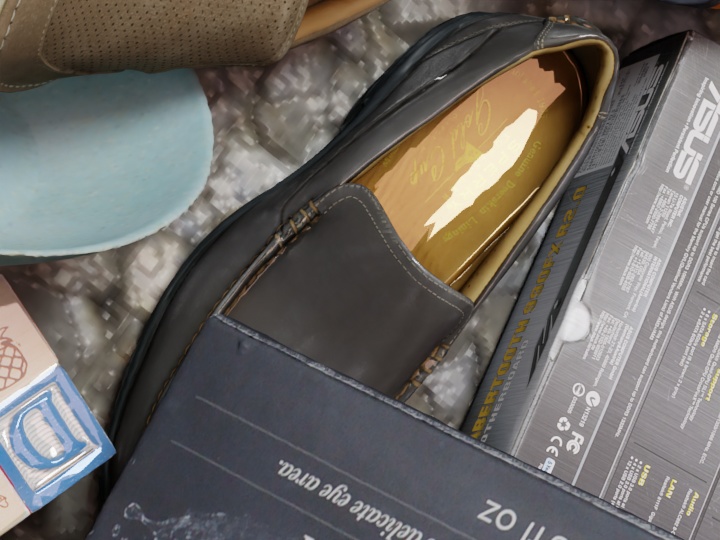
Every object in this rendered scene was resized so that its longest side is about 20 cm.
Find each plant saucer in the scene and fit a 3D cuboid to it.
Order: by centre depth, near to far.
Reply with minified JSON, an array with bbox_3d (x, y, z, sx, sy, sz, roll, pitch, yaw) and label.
[{"bbox_3d":[-0.135,-0.056,0.718,0.201,0.201,0.039,20,120,-18],"label":"plant saucer"}]

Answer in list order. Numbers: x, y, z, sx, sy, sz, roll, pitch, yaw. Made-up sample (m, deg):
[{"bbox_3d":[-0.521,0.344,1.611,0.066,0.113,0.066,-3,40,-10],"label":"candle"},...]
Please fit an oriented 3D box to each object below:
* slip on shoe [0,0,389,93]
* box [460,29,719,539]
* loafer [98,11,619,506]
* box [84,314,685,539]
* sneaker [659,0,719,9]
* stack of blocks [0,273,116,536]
[{"bbox_3d":[-0.041,-0.081,0.733,0.061,0.200,0.076,32,109,12],"label":"slip on shoe"},{"bbox_3d":[0.115,0.052,0.843,0.158,0.048,0.200,29,74,-17],"label":"box"},{"bbox_3d":[0.000,0.000,0.792,0.073,0.072,0.200,40,72,-14],"label":"loafer"},{"bbox_3d":[0.012,0.145,0.683,0.117,0.196,0.200,35,81,-50],"label":"box"},{"bbox_3d":[0.098,-0.168,0.778,0.112,0.078,0.200,-16,102,-28],"label":"sneaker"},{"bbox_3d":[-0.179,0.058,0.723,0.200,0.059,0.115,-35,96,-21],"label":"stack of blocks"}]
